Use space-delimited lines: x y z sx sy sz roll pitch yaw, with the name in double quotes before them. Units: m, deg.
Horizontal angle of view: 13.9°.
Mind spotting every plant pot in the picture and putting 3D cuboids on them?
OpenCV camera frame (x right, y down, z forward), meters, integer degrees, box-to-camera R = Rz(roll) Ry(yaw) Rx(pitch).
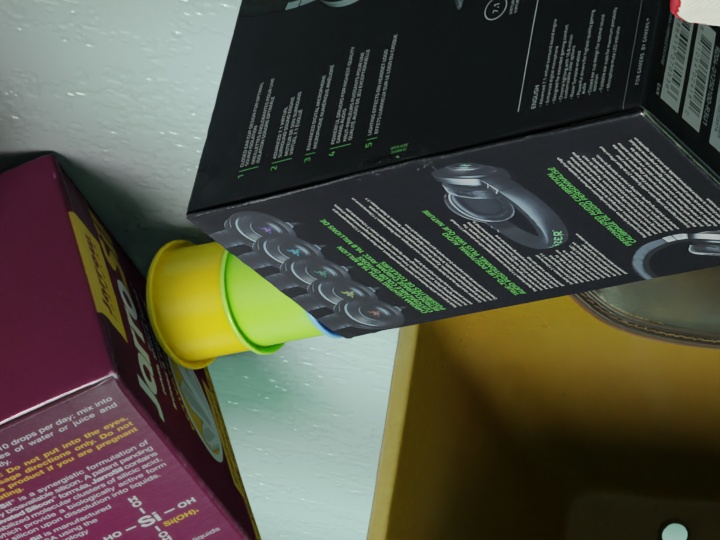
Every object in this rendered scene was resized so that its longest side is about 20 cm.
"plant pot" 0.123 0.126 1.345 0.194 0.196 0.200 3 160 17

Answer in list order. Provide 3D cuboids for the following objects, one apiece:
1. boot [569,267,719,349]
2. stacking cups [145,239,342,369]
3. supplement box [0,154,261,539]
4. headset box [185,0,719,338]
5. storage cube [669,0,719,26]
"boot" 0.114 -0.029 1.166 0.200 0.075 0.097 23 154 -16
"stacking cups" 0.000 0.000 1.287 0.200 0.061 0.060 -11 145 34
"supplement box" -0.133 0.063 1.354 0.103 0.131 0.200 -23 145 6
"headset box" 0.049 -0.083 0.982 0.200 0.175 0.093 -13 143 38
"storage cube" 0.176 -0.174 0.755 0.199 0.180 0.171 8 152 11
